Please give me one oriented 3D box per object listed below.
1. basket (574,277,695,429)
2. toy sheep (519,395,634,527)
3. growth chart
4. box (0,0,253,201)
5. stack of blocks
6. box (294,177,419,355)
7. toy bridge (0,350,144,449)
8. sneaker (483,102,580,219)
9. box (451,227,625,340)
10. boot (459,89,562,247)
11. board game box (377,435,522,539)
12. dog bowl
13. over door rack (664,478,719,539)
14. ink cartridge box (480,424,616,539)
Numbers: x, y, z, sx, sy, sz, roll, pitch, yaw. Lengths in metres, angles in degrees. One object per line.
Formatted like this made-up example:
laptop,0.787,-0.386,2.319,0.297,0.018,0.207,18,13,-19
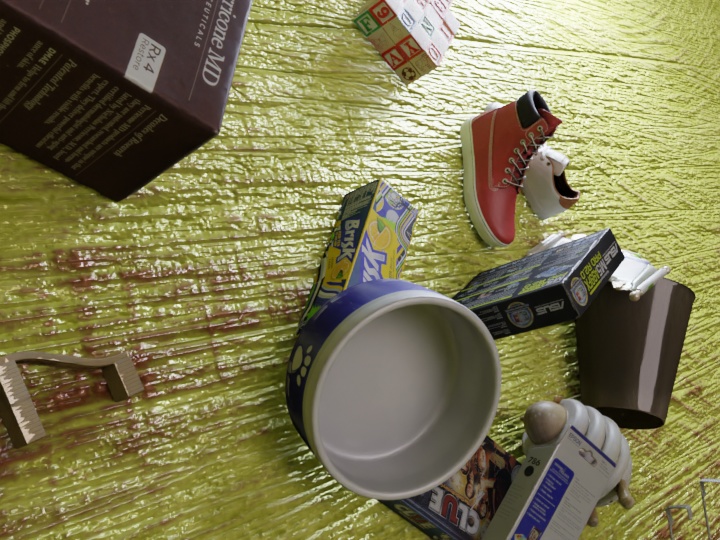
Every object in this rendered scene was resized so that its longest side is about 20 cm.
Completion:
basket,0.389,0.120,1.116,0.180,0.136,0.200,10,67,7
toy sheep,0.276,0.238,0.960,0.200,0.138,0.138,49,46,-14
growth chart,0.342,-0.014,1.106,0.145,0.200,0.018,-20,122,-40
box,-0.221,-0.190,0.609,0.200,0.164,0.166,28,56,-35
stack of blocks,0.080,-0.363,1.057,0.115,0.059,0.200,45,47,-23
box,0.000,0.000,0.828,0.070,0.064,0.200,39,51,-27
toy bridge,-0.254,0.096,0.562,0.200,0.027,0.067,-24,90,-47
sneaker,0.265,-0.177,1.150,0.200,0.085,0.073,54,46,-13
box,0.194,0.026,0.911,0.160,0.200,0.044,-37,101,-47
boot,0.215,-0.140,1.041,0.072,0.144,0.200,10,69,-44
board game box,0.114,0.243,0.864,0.200,0.035,0.136,41,50,-26
dog bowl,0.032,0.111,0.735,0.200,0.079,0.200,-7,106,-24
over door rack,0.476,0.413,1.121,0.148,0.067,0.200,-8,100,-46
ink cartridge box,0.201,0.274,0.846,0.099,0.039,0.200,42,75,-25
